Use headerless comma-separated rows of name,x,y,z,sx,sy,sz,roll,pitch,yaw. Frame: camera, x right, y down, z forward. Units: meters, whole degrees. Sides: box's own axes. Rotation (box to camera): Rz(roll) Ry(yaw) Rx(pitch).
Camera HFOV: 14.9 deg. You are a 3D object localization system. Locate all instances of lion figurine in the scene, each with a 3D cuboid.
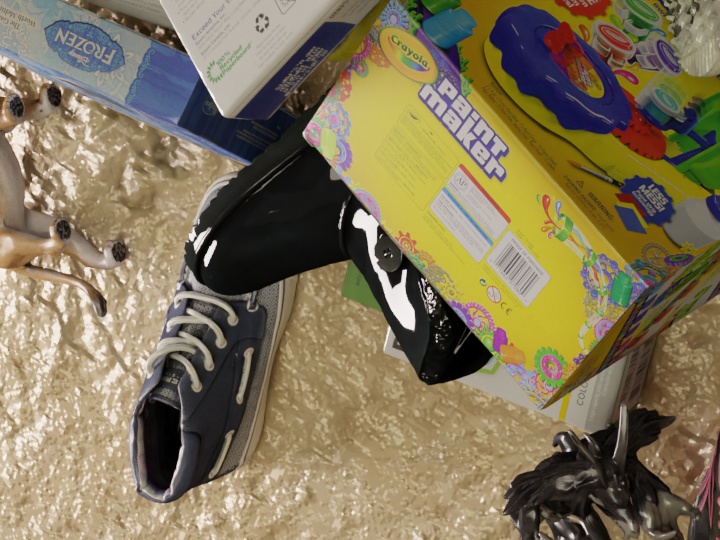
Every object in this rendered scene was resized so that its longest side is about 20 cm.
lion figurine,-0.232,-0.058,1.736,0.122,0.072,0.200,-8,105,35

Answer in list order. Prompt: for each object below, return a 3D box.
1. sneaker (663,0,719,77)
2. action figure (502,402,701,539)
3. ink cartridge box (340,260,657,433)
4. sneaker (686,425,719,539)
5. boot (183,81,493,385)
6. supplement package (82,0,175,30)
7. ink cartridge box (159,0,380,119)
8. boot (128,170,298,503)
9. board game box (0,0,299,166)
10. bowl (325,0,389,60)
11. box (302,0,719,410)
sneaker,0.212,-0.188,1.469,0.070,0.099,0.200,131,140,-61
action figure,0.132,0.147,1.548,0.102,0.119,0.200,52,159,15
ink cartridge box,0.075,0.010,1.607,0.200,0.059,0.104,21,113,20
sneaker,0.220,0.126,1.549,0.079,0.095,0.200,16,112,20
boot,0.000,0.000,1.565,0.200,0.076,0.168,-44,66,30
supplement package,-0.108,-0.253,1.561,0.109,0.114,0.200,19,113,20
ink cartridge box,-0.046,-0.215,1.438,0.200,0.041,0.200,-43,65,31
boot,-0.093,0.043,1.681,0.073,0.090,0.200,13,110,23
board game box,-0.147,-0.120,1.602,0.199,0.200,0.043,25,90,19
bowl,0.037,-0.211,1.523,0.108,0.200,0.200,4,111,-17
box,0.116,-0.068,1.466,0.200,0.193,0.122,49,138,12
